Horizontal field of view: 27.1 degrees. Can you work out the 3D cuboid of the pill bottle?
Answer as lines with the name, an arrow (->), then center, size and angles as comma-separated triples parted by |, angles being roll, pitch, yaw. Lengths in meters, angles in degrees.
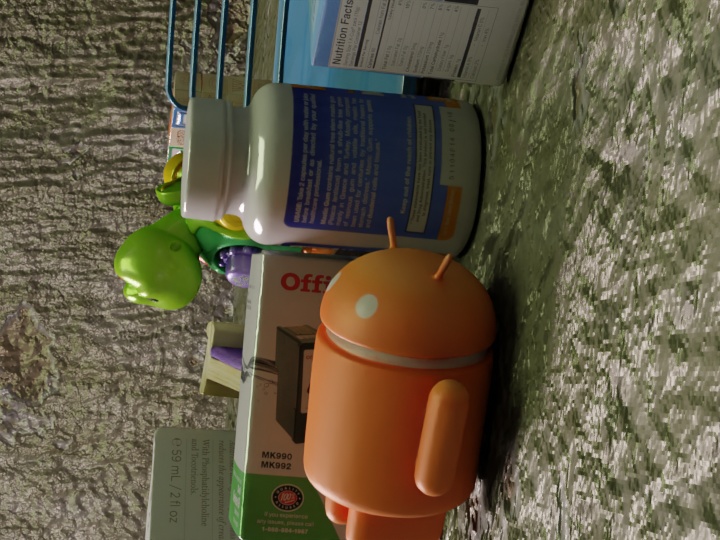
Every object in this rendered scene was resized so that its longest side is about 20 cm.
pill bottle -> -0.023, -0.071, 1.035 | 0.112, 0.197, 0.114 | -175, 90, -81

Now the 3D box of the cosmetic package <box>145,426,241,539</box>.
cosmetic package -> -0.092, 0.258, 1.322 | 0.168, 0.197, 0.168 | -96, 13, -48

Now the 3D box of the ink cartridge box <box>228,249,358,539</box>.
ink cartridge box -> -0.014, 0.090, 1.074 | 0.084, 0.144, 0.203 | -176, 90, -82

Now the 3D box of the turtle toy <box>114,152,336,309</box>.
turtle toy -> -0.097, -0.035, 1.156 | 0.146, 0.198, 0.102 | 30, 133, 62

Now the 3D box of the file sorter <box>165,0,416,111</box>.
file sorter -> -0.058, -0.175, 1.176 | 0.199, 0.121, 0.141 | 24, 112, 54

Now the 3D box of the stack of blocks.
stack of blocks -> -0.109, -0.146, 1.621 | 0.116, 0.197, 0.059 | 106, 165, -48

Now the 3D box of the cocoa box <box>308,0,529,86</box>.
cocoa box -> 0.035, -0.238, 0.964 | 0.134, 0.129, 0.202 | 104, 167, -47

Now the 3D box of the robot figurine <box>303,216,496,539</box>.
robot figurine -> 0.023, 0.073, 0.938 | 0.144, 0.115, 0.203 | -41, -39, -67

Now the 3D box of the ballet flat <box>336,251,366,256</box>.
ballet flat -> 0.000, 0.000, 1.255 | 0.201, 0.066, 0.069 | -74, -12, -57

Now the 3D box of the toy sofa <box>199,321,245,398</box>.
toy sofa -> -0.049, 0.079, 1.252 | 0.199, 0.082, 0.099 | 15, 96, 53
